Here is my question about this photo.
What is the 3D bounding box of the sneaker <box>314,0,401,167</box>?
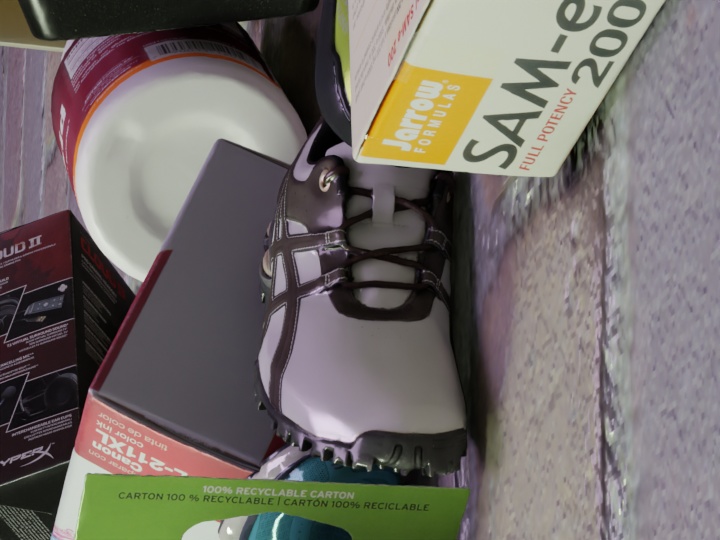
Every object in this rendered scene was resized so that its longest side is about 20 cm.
[{"bbox_3d":[0.033,-0.131,1.072,0.083,0.072,0.200,-26,58,48],"label":"sneaker"}]

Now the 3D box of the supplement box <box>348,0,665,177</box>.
[{"bbox_3d":[0.042,-0.147,0.960,0.126,0.073,0.200,118,153,-62],"label":"supplement box"}]

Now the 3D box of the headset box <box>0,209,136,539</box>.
[{"bbox_3d":[-0.159,0.077,1.663,0.149,0.077,0.200,57,-160,-45],"label":"headset box"}]

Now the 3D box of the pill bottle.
[{"bbox_3d":[-0.094,-0.072,1.474,0.200,0.114,0.114,-120,36,-69],"label":"pill bottle"}]

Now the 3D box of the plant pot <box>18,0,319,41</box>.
[{"bbox_3d":[-0.100,-0.214,1.405,0.200,0.199,0.178,-119,24,-69],"label":"plant pot"}]

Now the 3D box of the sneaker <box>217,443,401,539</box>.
[{"bbox_3d":[-0.011,0.144,1.176,0.080,0.077,0.200,52,145,43],"label":"sneaker"}]

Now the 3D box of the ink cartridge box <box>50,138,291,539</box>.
[{"bbox_3d":[-0.067,0.066,1.269,0.200,0.083,0.146,111,-178,-54],"label":"ink cartridge box"}]

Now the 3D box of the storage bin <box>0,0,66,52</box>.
[{"bbox_3d":[-0.159,-0.198,1.616,0.199,0.200,0.094,127,147,-69],"label":"storage bin"}]

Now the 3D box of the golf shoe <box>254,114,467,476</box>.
[{"bbox_3d":[0.000,0.000,1.107,0.200,0.078,0.095,-110,28,-58],"label":"golf shoe"}]

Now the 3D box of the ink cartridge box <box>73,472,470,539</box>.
[{"bbox_3d":[-0.042,0.175,1.072,0.076,0.148,0.200,-105,22,-55],"label":"ink cartridge box"}]
